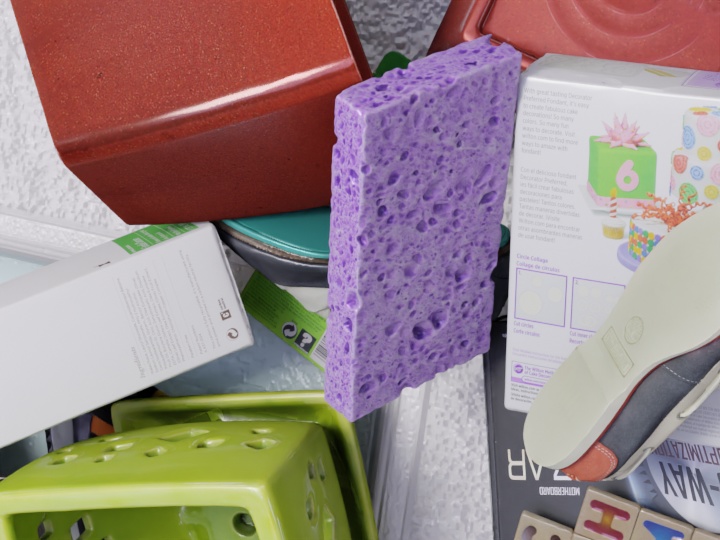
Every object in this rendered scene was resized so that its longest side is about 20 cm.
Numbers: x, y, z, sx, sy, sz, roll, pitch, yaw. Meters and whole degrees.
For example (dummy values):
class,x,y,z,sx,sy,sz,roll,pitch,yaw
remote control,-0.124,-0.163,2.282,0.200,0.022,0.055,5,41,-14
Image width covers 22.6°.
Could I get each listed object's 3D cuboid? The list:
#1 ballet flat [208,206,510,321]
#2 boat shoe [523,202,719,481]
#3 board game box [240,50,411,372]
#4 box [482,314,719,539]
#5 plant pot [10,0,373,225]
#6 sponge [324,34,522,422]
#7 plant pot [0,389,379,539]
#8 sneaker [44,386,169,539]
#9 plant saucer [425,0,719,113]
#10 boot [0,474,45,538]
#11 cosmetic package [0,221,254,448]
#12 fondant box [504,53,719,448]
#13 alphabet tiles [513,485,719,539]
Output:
class,x,y,z,sx,sy,sz,roll,pitch,yaw
ballet flat,0.000,0.000,1.116,0.198,0.073,0.074,6,98,14
boat shoe,0.169,0.041,0.957,0.200,0.062,0.072,-51,37,27
board game box,0.007,-0.033,1.157,0.095,0.030,0.201,37,110,14
box,0.176,0.106,1.091,0.198,0.043,0.162,-1,95,23
plant pot,-0.094,-0.133,1.051,0.175,0.200,0.202,-22,72,4
sponge,0.032,-0.022,0.995,0.030,0.111,0.202,36,136,38
plant pot,-0.091,0.183,1.123,0.198,0.182,0.201,-5,109,22
sneaker,-0.167,0.119,1.225,0.089,0.070,0.203,-9,108,-10
plant saucer,0.160,-0.171,1.040,0.198,0.037,0.202,26,91,14
boot,-0.266,0.111,1.216,0.198,0.073,0.152,-10,52,39
cosmetic package,-0.178,0.040,1.123,0.198,0.108,0.086,-21,102,-14
fondant box,0.158,-0.011,1.009,0.143,0.058,0.202,9,113,21
alphabet tiles,0.178,0.221,1.087,0.198,0.006,0.168,20,121,12
